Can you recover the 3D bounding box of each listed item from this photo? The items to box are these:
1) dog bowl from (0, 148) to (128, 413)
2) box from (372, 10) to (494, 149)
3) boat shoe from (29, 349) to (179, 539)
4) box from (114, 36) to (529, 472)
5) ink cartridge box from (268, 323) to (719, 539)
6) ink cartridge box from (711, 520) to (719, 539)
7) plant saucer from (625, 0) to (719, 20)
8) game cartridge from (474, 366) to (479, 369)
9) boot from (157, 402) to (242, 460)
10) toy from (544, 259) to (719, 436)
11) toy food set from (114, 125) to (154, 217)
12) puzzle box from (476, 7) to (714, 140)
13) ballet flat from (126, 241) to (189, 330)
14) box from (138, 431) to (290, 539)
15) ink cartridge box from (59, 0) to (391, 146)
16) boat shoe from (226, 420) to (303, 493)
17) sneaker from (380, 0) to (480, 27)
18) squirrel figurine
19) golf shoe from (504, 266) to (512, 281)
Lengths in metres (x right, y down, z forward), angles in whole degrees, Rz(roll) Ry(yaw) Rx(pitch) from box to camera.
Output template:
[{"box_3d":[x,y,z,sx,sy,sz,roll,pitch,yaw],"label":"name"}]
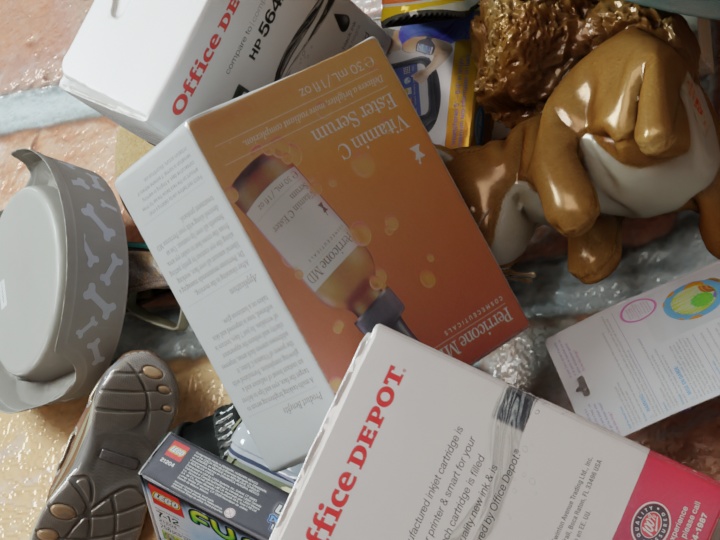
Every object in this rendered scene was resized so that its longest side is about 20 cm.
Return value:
[{"box_3d":[-0.239,0.009,1.319,0.199,0.058,0.202,-12,76,56],"label":"dog bowl"},{"box_3d":[-0.002,-0.114,1.216,0.198,0.041,0.120,-1,74,26],"label":"box"},{"box_3d":[-0.186,0.150,1.259,0.201,0.075,0.072,-63,15,5],"label":"boat shoe"},{"box_3d":[-0.022,-0.010,1.027,0.106,0.152,0.201,-28,92,54],"label":"box"},{"box_3d":[0.066,0.137,0.889,0.199,0.084,0.146,24,82,7],"label":"ink cartridge box"},{"box_3d":[0.145,0.215,0.965,0.145,0.084,0.201,29,87,41],"label":"ink cartridge box"},{"box_3d":[0.180,-0.193,1.069,0.200,0.199,0.036,35,119,41],"label":"plant saucer"},{"box_3d":[0.051,0.163,1.095,0.129,0.038,0.201,27,85,45],"label":"game cartridge"},{"box_3d":[-0.054,0.150,1.142,0.157,0.079,0.212,-31,50,20],"label":"boot"},{"box_3d":[0.217,0.043,1.005,0.199,0.047,0.115,-27,30,6],"label":"toy"},{"box_3d":[-0.109,-0.114,1.339,0.199,0.049,0.199,-32,52,20],"label":"toy food set"},{"box_3d":[0.145,-0.169,1.195,0.199,0.025,0.134,-15,60,30],"label":"puzzle box"},{"box_3d":[-0.120,0.011,1.284,0.199,0.068,0.068,-1,85,42],"label":"ballet flat"},{"box_3d":[-0.035,0.177,1.022,0.199,0.111,0.035,24,57,22],"label":"box"},{"box_3d":[-0.082,-0.137,1.127,0.084,0.200,0.147,25,88,31],"label":"ink cartridge box"},{"box_3d":[0.002,0.154,1.057,0.199,0.072,0.063,24,99,25],"label":"boat shoe"},{"box_3d":[0.043,-0.217,1.160,0.069,0.200,0.091,-6,103,6],"label":"sneaker"},{"box_3d":[0.124,-0.085,1.088,0.185,0.141,0.202,-19,57,26],"label":"squirrel figurine"},{"box_3d":[0.000,0.000,1.147,0.198,0.092,0.073,-1,82,12],"label":"golf shoe"}]
